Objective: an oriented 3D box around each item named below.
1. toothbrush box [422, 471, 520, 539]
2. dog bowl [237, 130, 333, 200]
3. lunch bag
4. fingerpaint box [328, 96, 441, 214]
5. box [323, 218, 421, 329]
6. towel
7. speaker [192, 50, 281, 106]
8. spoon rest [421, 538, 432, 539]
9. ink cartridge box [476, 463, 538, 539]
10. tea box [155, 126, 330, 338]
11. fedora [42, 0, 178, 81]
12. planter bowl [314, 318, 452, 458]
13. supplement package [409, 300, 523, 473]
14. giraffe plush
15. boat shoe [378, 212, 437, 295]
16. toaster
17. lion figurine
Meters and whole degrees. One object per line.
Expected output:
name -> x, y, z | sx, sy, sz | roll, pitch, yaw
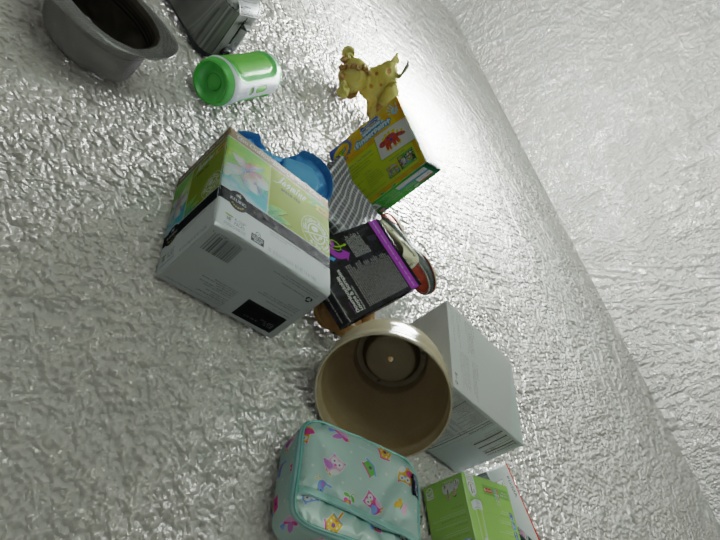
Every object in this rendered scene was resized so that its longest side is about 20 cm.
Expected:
toothbrush box -> 0.187, 0.439, 0.966 | 0.144, 0.085, 0.203 | 29, 38, -41
dog bowl -> -0.143, -0.150, 1.003 | 0.196, 0.050, 0.114 | 16, 62, -19
lunch bag -> -0.010, 0.292, 0.774 | 0.197, 0.077, 0.162 | 28, 32, -17
fingerpaint box -> 0.048, -0.230, 1.296 | 0.073, 0.199, 0.170 | 9, 53, -54
box -> 0.000, 0.000, 1.027 | 0.198, 0.036, 0.144 | -22, 75, -48
towel -> -0.039, -0.110, 1.160 | 0.166, 0.085, 0.201 | 49, 30, -16
speaker -> -0.219, -0.352, 1.122 | 0.089, 0.088, 0.200 | 53, 29, -5
spoon rest -> 0.075, 0.425, 0.833 | 0.099, 0.062, 0.199 | 34, 15, 27
ink cartridge box -> 0.297, 0.467, 1.155 | 0.172, 0.043, 0.203 | 7, 56, -53
tea box -> -0.155, -0.051, 0.871 | 0.199, 0.133, 0.200 | 34, 35, -35
fedora -> -0.368, -0.341, 0.873 | 0.199, 0.090, 0.178 | 41, 30, -15
planter bowl -> 0.039, 0.156, 0.921 | 0.201, 0.199, 0.135 | 50, 20, -11
supplement package -> 0.163, 0.209, 1.093 | 0.199, 0.146, 0.193 | 41, 32, -27
giraffe plush -> 0.012, -0.466, 1.545 | 0.159, 0.201, 0.175 | 8, 52, -17
boat shoe -> 0.087, -0.031, 1.294 | 0.202, 0.071, 0.062 | 58, 35, 4
toaster -> -0.276, -0.508, 1.141 | 0.202, 0.128, 0.113 | 59, 28, 4
lion figurine -> -0.024, 0.085, 1.024 | 0.198, 0.072, 0.124 | 30, 47, -17
